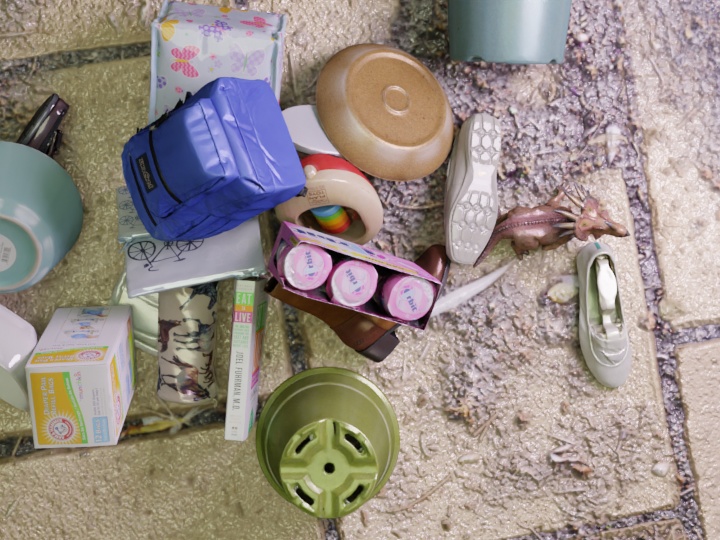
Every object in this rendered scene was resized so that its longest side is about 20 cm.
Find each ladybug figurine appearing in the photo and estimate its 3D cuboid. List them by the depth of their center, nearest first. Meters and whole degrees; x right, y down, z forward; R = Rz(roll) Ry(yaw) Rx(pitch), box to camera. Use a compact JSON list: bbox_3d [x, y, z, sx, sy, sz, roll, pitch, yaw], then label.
[{"bbox_3d":[-0.041,-0.090,1.546,0.134,0.200,0.073,-8,65,7],"label":"ladybug figurine"}]

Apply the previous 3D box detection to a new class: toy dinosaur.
[{"bbox_3d":[0.237,-0.060,1.573,0.198,0.136,0.087,-16,93,-1],"label":"toy dinosaur"}]

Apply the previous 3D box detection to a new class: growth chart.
[{"bbox_3d":[-0.261,0.021,1.619,0.144,0.018,0.201,31,91,-4],"label":"growth chart"}]

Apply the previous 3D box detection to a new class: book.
[{"bbox_3d":[-0.153,0.109,1.569,0.048,0.134,0.202,5,93,-1],"label":"book"}]

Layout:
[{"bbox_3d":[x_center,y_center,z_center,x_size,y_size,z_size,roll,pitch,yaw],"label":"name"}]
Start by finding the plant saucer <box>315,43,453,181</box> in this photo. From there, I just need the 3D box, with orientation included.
[{"bbox_3d":[0.040,-0.214,1.557,0.198,0.035,0.202,10,66,-22],"label":"plant saucer"}]

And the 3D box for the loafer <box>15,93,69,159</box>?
[{"bbox_3d":[-0.435,-0.137,1.587,0.063,0.072,0.201,33,98,-21],"label":"loafer"}]

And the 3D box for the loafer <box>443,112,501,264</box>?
[{"bbox_3d":[0.145,-0.107,1.594,0.069,0.070,0.202,14,83,-16],"label":"loafer"}]

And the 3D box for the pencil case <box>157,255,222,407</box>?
[{"bbox_3d":[-0.221,0.077,1.578,0.088,0.078,0.202,2,94,8],"label":"pencil case"}]

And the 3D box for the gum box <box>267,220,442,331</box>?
[{"bbox_3d":[-0.015,0.005,1.480,0.198,0.113,0.067,17,98,-18],"label":"gum box"}]

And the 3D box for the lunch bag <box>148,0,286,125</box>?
[{"bbox_3d":[-0.187,-0.233,1.555,0.168,0.127,0.202,6,119,-2],"label":"lunch bag"}]

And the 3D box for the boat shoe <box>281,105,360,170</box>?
[{"bbox_3d":[-0.024,-0.164,1.569,0.198,0.066,0.073,2,61,-27],"label":"boat shoe"}]

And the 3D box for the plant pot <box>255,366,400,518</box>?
[{"bbox_3d":[-0.041,0.235,1.552,0.198,0.190,0.202,0,92,-2],"label":"plant pot"}]

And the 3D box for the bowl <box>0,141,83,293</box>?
[{"bbox_3d":[-0.454,-0.051,1.521,0.199,0.105,0.202,-4,124,-6],"label":"bowl"}]

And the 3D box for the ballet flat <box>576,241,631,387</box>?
[{"bbox_3d":[0.328,0.062,1.618,0.069,0.069,0.202,-9,94,-2],"label":"ballet flat"}]

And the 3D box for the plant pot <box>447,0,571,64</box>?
[{"bbox_3d":[0.190,-0.364,1.536,0.198,0.200,0.198,2,100,-2],"label":"plant pot"}]

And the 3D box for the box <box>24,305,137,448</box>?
[{"bbox_3d":[-0.348,0.131,1.520,0.100,0.200,0.114,-2,108,-2],"label":"box"}]

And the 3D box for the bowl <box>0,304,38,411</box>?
[{"bbox_3d":[-0.486,0.086,1.537,0.199,0.200,0.075,32,66,2],"label":"bowl"}]

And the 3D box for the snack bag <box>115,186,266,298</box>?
[{"bbox_3d":[-0.222,-0.053,1.552,0.187,0.022,0.201,-10,49,-1],"label":"snack bag"}]

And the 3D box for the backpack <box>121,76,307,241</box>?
[{"bbox_3d":[-0.198,-0.129,1.447,0.199,0.167,0.164,-25,77,36],"label":"backpack"}]

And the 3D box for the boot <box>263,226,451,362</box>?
[{"bbox_3d":[0.000,0.000,1.576,0.199,0.069,0.188,36,104,-25],"label":"boot"}]
